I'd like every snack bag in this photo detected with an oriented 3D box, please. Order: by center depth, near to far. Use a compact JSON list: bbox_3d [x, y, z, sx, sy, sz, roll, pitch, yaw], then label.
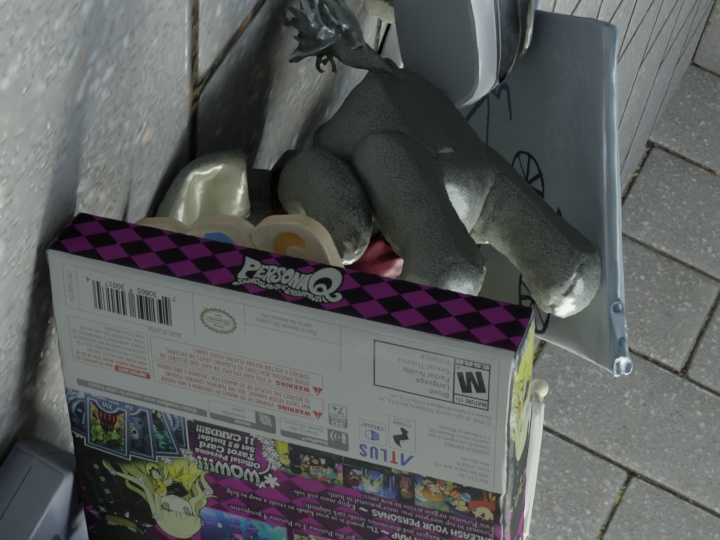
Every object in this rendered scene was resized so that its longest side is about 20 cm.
[{"bbox_3d":[0.089,-0.056,0.995,0.200,0.021,0.189,-156,-121,-62],"label":"snack bag"}]

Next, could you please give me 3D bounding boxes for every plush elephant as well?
[{"bbox_3d":[-0.014,-0.017,0.907,0.155,0.200,0.165,-44,166,26],"label":"plush elephant"}]

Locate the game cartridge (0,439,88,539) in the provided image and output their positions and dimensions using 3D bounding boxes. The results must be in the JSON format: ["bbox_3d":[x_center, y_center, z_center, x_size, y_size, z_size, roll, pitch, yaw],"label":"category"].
[{"bbox_3d":[-0.161,0.154,0.887,0.133,0.041,0.200,-57,168,-18],"label":"game cartridge"}]

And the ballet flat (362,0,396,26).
[{"bbox_3d":[0.048,-0.193,1.007,0.200,0.072,0.072,-55,167,-31],"label":"ballet flat"}]

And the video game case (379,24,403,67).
[{"bbox_3d":[0.068,-0.204,1.197,0.200,0.017,0.143,-47,161,-58],"label":"video game case"}]

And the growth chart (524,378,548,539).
[{"bbox_3d":[0.077,0.106,1.175,0.200,0.018,0.145,27,70,-60],"label":"growth chart"}]

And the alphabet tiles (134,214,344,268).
[{"bbox_3d":[-0.028,0.062,0.831,0.015,0.200,0.196,-44,122,-39],"label":"alphabet tiles"}]

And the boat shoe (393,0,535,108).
[{"bbox_3d":[0.055,-0.179,0.898,0.068,0.072,0.201,-33,128,-39],"label":"boat shoe"}]

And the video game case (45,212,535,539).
[{"bbox_3d":[-0.028,0.074,0.777,0.036,0.199,0.182,-58,154,-48],"label":"video game case"}]
